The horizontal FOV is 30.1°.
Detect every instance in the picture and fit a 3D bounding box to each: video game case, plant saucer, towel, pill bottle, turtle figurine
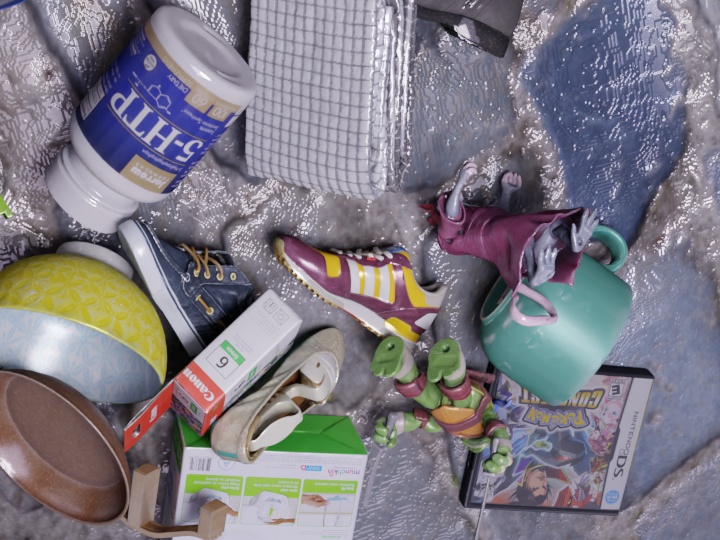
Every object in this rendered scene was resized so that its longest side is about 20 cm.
[{"bbox_3d":[0.225,0.193,1.539,0.197,0.026,0.183,5,109,-16],"label":"video game case"},{"bbox_3d":[-0.304,0.170,1.343,0.198,0.037,0.202,19,133,21],"label":"plant saucer"},{"bbox_3d":[-0.029,-0.178,1.262,0.085,0.164,0.203,-19,117,-49],"label":"towel"},{"bbox_3d":[-0.201,-0.135,1.252,0.119,0.120,0.200,35,111,-23],"label":"pill bottle"},{"bbox_3d":[0.080,0.169,1.392,0.200,0.144,0.195,-41,133,-11],"label":"turtle figurine"}]

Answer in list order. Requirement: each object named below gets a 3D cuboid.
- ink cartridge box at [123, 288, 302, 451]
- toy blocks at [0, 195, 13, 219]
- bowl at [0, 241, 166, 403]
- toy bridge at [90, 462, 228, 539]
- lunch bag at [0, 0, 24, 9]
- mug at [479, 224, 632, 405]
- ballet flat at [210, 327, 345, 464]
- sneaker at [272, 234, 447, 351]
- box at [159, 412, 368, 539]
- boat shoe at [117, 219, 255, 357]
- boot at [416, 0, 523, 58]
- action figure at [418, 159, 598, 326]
[{"bbox_3d":[-0.147,0.114,1.327,0.050,0.109,0.200,43,70,6],"label":"ink cartridge box"},{"bbox_3d":[-0.428,-0.099,1.210,0.136,0.100,0.201,-34,102,-17],"label":"toy blocks"},{"bbox_3d":[-0.273,0.038,1.301,0.199,0.200,0.109,26,59,-21],"label":"bowl"},{"bbox_3d":[-0.224,0.233,1.376,0.027,0.198,0.068,-21,126,-55],"label":"toy bridge"},{"bbox_3d":[-0.367,-0.286,1.156,0.198,0.132,0.138,-15,97,-7],"label":"lunch bag"},{"bbox_3d":[0.199,0.038,1.418,0.114,0.186,0.152,33,127,-7],"label":"mug"},{"bbox_3d":[-0.068,0.134,1.375,0.200,0.062,0.068,-42,128,-32],"label":"ballet flat"},{"bbox_3d":[0.000,0.000,1.391,0.199,0.075,0.091,34,93,-29],"label":"sneaker"},{"bbox_3d":[-0.107,0.252,1.440,0.197,0.097,0.179,4,110,-15],"label":"box"},{"bbox_3d":[-0.168,0.000,1.322,0.090,0.071,0.201,-32,145,-8],"label":"boat shoe"},{"bbox_3d":[0.087,-0.304,1.303,0.198,0.070,0.133,19,102,-31],"label":"boot"},{"bbox_3d":[0.139,-0.031,1.352,0.133,0.199,0.151,5,94,-46],"label":"action figure"}]
